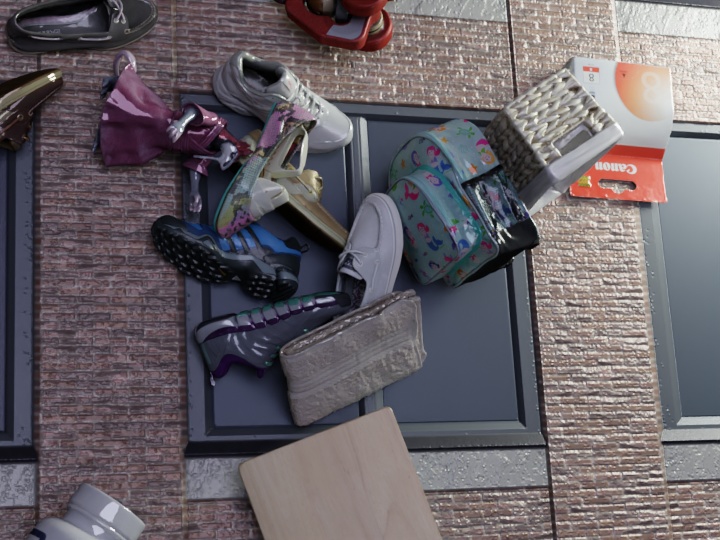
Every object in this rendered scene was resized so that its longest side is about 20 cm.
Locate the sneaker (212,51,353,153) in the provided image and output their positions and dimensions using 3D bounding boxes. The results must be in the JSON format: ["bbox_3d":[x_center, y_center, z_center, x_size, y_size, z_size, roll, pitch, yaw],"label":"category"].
[{"bbox_3d":[-0.096,-0.220,1.634,0.200,0.099,0.078,25,71,-10],"label":"sneaker"}]

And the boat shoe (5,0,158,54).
[{"bbox_3d":[-0.351,-0.318,1.600,0.200,0.057,0.067,-15,81,-20],"label":"boat shoe"}]

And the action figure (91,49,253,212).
[{"bbox_3d":[-0.232,-0.173,1.583,0.200,0.134,0.149,10,47,-5],"label":"action figure"}]

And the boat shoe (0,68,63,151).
[{"bbox_3d":[-0.442,-0.180,1.541,0.200,0.072,0.072,-43,122,-32],"label":"boat shoe"}]

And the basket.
[{"bbox_3d":[0.235,-0.160,1.677,0.135,0.200,0.123,-34,82,-22],"label":"basket"}]

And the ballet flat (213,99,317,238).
[{"bbox_3d":[-0.111,-0.123,1.554,0.071,0.069,0.200,19,68,17],"label":"ballet flat"}]

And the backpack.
[{"bbox_3d":[0.117,-0.088,1.630,0.150,0.178,0.200,-19,79,-26],"label":"backpack"}]

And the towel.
[{"bbox_3d":[-0.006,0.110,1.574,0.200,0.133,0.034,-26,42,-20],"label":"towel"}]

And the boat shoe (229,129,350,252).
[{"bbox_3d":[-0.083,-0.106,1.624,0.200,0.074,0.066,42,74,-4],"label":"boat shoe"}]

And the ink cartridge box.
[{"bbox_3d":[0.374,-0.204,1.809,0.162,0.050,0.200,3,72,-17],"label":"ink cartridge box"}]

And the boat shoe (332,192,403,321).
[{"bbox_3d":[0.000,0.000,1.598,0.068,0.072,0.200,1,104,-52],"label":"boat shoe"}]

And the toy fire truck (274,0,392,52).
[{"bbox_3d":[-0.030,-0.397,1.709,0.168,0.112,0.200,14,71,11],"label":"toy fire truck"}]

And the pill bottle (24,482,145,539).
[{"bbox_3d":[-0.335,0.347,1.406,0.120,0.120,0.200,37,69,-6],"label":"pill bottle"}]

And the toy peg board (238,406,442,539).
[{"bbox_3d":[-0.023,0.297,1.546,0.199,0.098,0.200,-21,83,-5],"label":"toy peg board"}]

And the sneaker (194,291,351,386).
[{"bbox_3d":[-0.102,0.084,1.563,0.200,0.074,0.088,-14,92,4],"label":"sneaker"}]

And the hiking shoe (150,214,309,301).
[{"bbox_3d":[-0.168,-0.030,1.589,0.200,0.074,0.087,23,53,-15],"label":"hiking shoe"}]
